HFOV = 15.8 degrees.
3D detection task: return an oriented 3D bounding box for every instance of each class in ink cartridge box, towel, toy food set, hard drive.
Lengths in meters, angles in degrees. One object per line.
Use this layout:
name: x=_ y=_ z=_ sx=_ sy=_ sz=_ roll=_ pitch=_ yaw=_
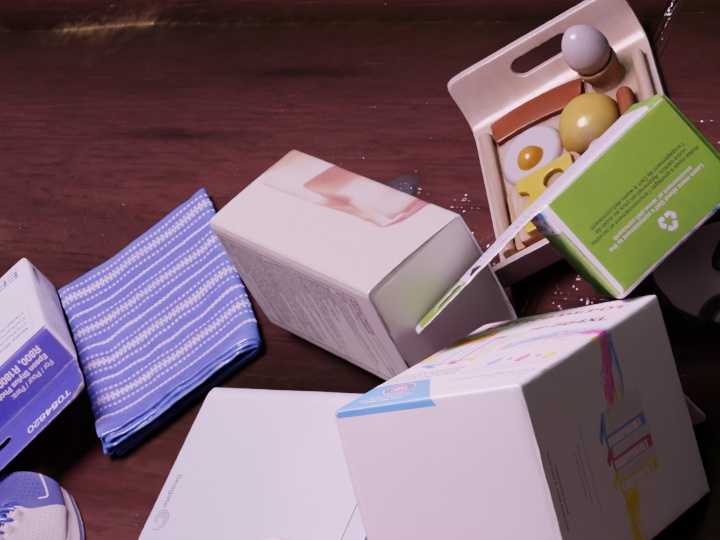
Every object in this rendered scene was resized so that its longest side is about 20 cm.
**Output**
ink cartridge box: x=-0.297 y=0.101 z=1.927 sx=0.200 sy=0.041 sz=0.200 roll=-44 pitch=25 yaw=4
ink cartridge box: x=0.128 y=-0.010 z=1.569 sx=0.200 sy=0.076 sz=0.148 roll=-45 pitch=0 yaw=1
ink cartridge box: x=0.101 y=0.101 z=1.487 sx=0.128 sy=0.126 sz=0.200 roll=-10 pitch=10 yaw=34
towel: x=-0.151 y=0.035 z=1.911 sx=0.144 sy=0.024 sz=0.200 roll=-36 pitch=38 yaw=10
toy food set: x=0.133 y=-0.091 z=1.740 sx=0.143 sy=0.060 sz=0.201 roll=-29 pitch=40 yaw=19
hard drive: x=-0.048 y=0.140 z=1.717 sx=0.199 sy=0.027 sz=0.132 roll=-1 pitch=55 yaw=42

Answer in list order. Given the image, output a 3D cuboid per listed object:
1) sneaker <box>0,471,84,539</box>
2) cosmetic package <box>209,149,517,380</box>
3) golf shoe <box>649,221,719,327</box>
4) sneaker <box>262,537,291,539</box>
sneaker: x=-0.259 y=0.204 z=1.772 sx=0.080 sy=0.115 sz=0.200 roll=-21 pitch=39 yaw=25
cosmetic package: x=0.000 y=0.000 z=1.728 sx=0.087 sy=0.104 sz=0.200 roll=-41 pitch=35 yaw=-17
golf shoe: x=0.245 y=-0.016 z=1.543 sx=0.199 sy=0.094 sz=0.078 roll=0 pitch=56 yaw=44
sneaker: x=-0.028 y=0.240 z=1.543 sx=0.075 sy=0.105 sz=0.201 roll=-33 pitch=40 yaw=10
